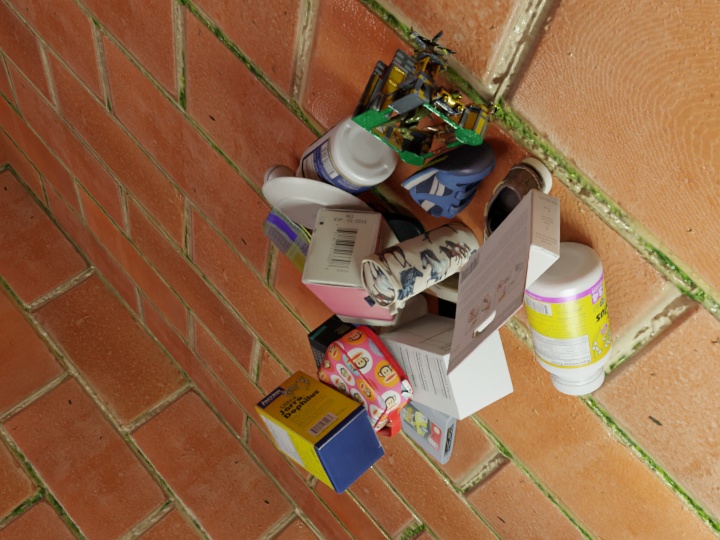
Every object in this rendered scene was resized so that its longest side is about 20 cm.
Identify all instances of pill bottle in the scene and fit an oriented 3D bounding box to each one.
[{"bbox_3d":[-0.031,-0.168,1.248,0.111,0.111,0.200,57,154,-7],"label":"pill bottle"},{"bbox_3d":[0.277,0.069,1.041,0.104,0.104,0.200,23,141,46],"label":"pill bottle"},{"bbox_3d":[0.016,0.050,1.429,0.200,0.116,0.116,33,147,35],"label":"pill bottle"}]

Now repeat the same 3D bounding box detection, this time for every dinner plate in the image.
[{"bbox_3d":[-0.068,-0.096,1.281,0.200,0.024,0.200,16,164,5],"label":"dinner plate"}]

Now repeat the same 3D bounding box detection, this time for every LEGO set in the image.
[{"bbox_3d":[0.089,-0.230,1.023,0.154,0.116,0.200,28,163,-16],"label":"LEGO set"}]

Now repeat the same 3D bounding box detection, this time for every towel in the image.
[{"bbox_3d":[-0.130,-0.057,1.509,0.144,0.023,0.200,48,163,-3],"label":"towel"}]

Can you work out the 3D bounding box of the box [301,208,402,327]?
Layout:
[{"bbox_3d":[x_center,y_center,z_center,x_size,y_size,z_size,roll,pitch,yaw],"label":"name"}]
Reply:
[{"bbox_3d":[0.000,0.000,1.264,0.109,0.128,0.200,5,161,21],"label":"box"}]

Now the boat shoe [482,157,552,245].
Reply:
[{"bbox_3d":[0.197,-0.068,1.056,0.072,0.059,0.200,44,152,18],"label":"boat shoe"}]

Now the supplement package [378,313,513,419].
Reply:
[{"bbox_3d":[0.135,0.150,1.274,0.200,0.114,0.110,10,119,62],"label":"supplement package"}]

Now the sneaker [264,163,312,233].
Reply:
[{"bbox_3d":[-0.098,-0.111,1.465,0.114,0.073,0.201,27,155,54],"label":"sneaker"}]

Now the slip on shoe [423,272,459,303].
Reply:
[{"bbox_3d":[0.147,0.020,1.238,0.076,0.061,0.200,21,178,-35],"label":"slip on shoe"}]

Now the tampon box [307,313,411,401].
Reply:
[{"bbox_3d":[0.024,0.168,1.518,0.200,0.150,0.126,26,142,42],"label":"tampon box"}]

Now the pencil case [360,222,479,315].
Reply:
[{"bbox_3d":[0.093,-0.008,1.158,0.078,0.200,0.090,-16,96,55],"label":"pencil case"}]

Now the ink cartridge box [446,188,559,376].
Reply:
[{"bbox_3d":[0.177,0.024,0.978,0.045,0.176,0.200,20,144,-11],"label":"ink cartridge box"}]

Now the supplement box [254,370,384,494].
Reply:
[{"bbox_3d":[-0.072,0.272,1.346,0.200,0.109,0.109,20,139,49],"label":"supplement box"}]

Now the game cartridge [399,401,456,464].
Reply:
[{"bbox_3d":[0.138,0.314,1.640,0.133,0.041,0.200,41,151,31],"label":"game cartridge"}]

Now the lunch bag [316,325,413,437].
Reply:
[{"bbox_3d":[0.011,0.202,1.328,0.176,0.082,0.200,52,153,14],"label":"lunch bag"}]

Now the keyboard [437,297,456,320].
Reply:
[{"bbox_3d":[0.177,0.108,1.336,0.104,0.040,0.200,37,143,46],"label":"keyboard"}]

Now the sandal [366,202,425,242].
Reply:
[{"bbox_3d":[0.031,-0.083,1.339,0.200,0.045,0.075,12,140,33],"label":"sandal"}]

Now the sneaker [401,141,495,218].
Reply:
[{"bbox_3d":[0.134,-0.122,1.085,0.082,0.074,0.200,56,161,-10],"label":"sneaker"}]
